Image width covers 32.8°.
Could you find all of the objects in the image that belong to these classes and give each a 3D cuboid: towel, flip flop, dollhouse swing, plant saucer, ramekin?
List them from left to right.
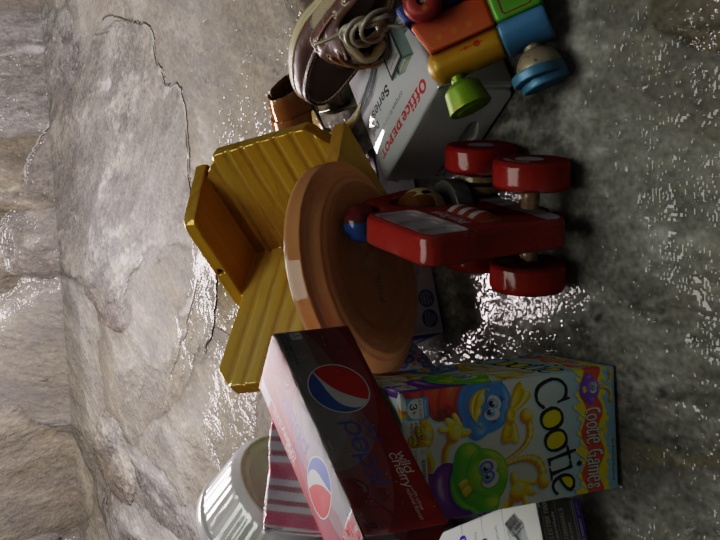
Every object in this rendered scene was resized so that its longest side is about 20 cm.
[{"bbox_3d":[-0.087,-0.009,1.199,0.198,0.177,0.183,-10,125,35],"label":"dollhouse swing"},{"bbox_3d":[-0.086,0.283,1.446,0.095,0.200,0.203,-61,41,31],"label":"ramekin"},{"bbox_3d":[-0.032,0.188,1.335,0.030,0.144,0.203,45,-132,-75],"label":"towel"},{"bbox_3d":[-0.028,-0.218,1.361,0.200,0.057,0.082,170,94,-65],"label":"flip flop"},{"bbox_3d":[0.000,0.000,1.100,0.032,0.200,0.203,-13,82,29],"label":"plant saucer"}]

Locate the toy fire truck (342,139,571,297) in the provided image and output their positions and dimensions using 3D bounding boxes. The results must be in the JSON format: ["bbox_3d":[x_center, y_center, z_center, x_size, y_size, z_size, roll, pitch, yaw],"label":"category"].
[{"bbox_3d":[0.078,-0.044,1.044,0.200,0.166,0.114,27,119,61],"label":"toy fire truck"}]

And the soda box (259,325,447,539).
[{"bbox_3d":[-0.010,0.134,0.915,0.201,0.069,0.064,-118,34,-41],"label":"soda box"}]

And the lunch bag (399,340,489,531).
[{"bbox_3d":[0.046,0.177,1.196,0.170,0.126,0.201,51,168,51],"label":"lunch bag"}]

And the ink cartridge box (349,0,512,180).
[{"bbox_3d":[0.051,-0.208,1.163,0.146,0.083,0.202,121,136,-52],"label":"ink cartridge box"}]

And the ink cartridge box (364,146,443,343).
[{"bbox_3d":[0.032,-0.022,1.291,0.094,0.044,0.203,149,112,-64],"label":"ink cartridge box"}]

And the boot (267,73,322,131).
[{"bbox_3d":[-0.068,-0.119,1.356,0.201,0.073,0.156,-97,-6,-61],"label":"boot"}]

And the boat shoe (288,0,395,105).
[{"bbox_3d":[-0.010,-0.215,1.116,0.201,0.071,0.073,-57,44,43],"label":"boat shoe"}]

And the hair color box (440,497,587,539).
[{"bbox_3d":[0.110,0.278,1.064,0.199,0.064,0.111,-34,55,42],"label":"hair color box"}]

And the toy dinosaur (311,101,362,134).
[{"bbox_3d":[-0.030,-0.116,1.253,0.200,0.058,0.102,-165,56,-78],"label":"toy dinosaur"}]

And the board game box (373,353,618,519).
[{"bbox_3d":[0.099,0.133,0.998,0.103,0.198,0.106,4,98,64],"label":"board game box"}]

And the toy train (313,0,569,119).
[{"bbox_3d":[0.070,-0.178,1.030,0.085,0.198,0.117,12,-124,-75],"label":"toy train"}]
